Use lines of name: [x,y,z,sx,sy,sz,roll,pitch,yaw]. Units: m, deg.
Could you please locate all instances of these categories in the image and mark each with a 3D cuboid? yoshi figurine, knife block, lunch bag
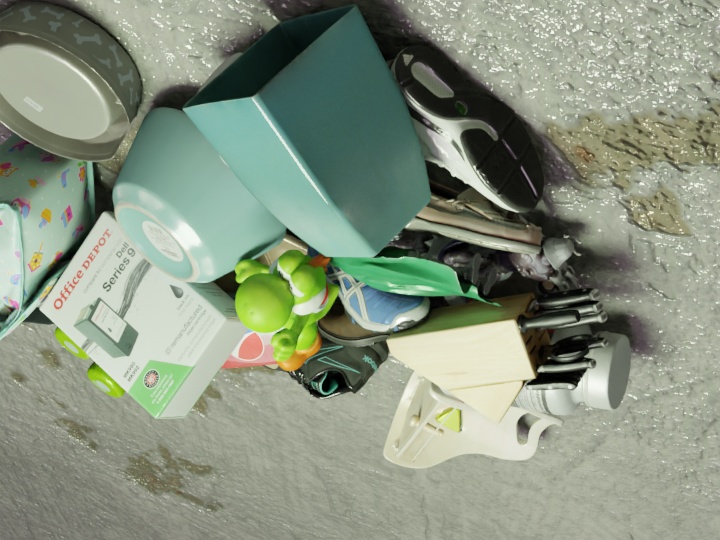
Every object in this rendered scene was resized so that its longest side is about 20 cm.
yoshi figurine: [-0.089,0.039,1.661,0.111,0.113,0.200,17,160,4]
knife block: [0.148,0.059,1.636,0.199,0.064,0.176,32,124,9]
lunch bag: [-0.384,-0.037,1.841,0.121,0.171,0.202,14,125,18]

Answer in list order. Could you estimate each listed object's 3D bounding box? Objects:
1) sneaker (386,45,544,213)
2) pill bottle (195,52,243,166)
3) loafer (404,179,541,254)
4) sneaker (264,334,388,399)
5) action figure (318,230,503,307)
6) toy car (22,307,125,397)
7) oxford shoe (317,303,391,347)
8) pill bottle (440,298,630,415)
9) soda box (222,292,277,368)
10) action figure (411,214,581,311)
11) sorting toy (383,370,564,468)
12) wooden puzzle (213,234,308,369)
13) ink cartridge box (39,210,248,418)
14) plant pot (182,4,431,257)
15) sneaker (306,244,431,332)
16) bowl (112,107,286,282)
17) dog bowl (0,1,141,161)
sneaker: [0.084,-0.127,1.538,0.200,0.076,0.115,44,153,-15]
pill bottle: [-0.072,-0.123,1.601,0.200,0.109,0.108,40,146,-22]
loafer: [0.098,-0.061,1.580,0.199,0.064,0.072,13,180,42]
sneaker: [-0.061,0.113,1.975,0.199,0.080,0.076,-3,139,40]
action figure: [0.039,-0.007,1.624,0.198,0.055,0.118,11,163,31]
toy car: [-0.342,0.038,2.001,0.199,0.165,0.158,17,150,37]
oxford shoe: [0.019,0.042,1.840,0.199,0.072,0.085,-3,111,47]
pill bottle: [0.189,0.097,1.742,0.198,0.111,0.111,8,145,25]
soda box: [-0.157,0.070,1.864,0.198,0.064,0.071,-7,121,21]
action figure: [0.144,-0.014,1.657,0.199,0.070,0.130,-11,126,39]
sorting toy: [0.145,0.174,1.911,0.178,0.108,0.200,20,149,-6]
wooden puzzle: [-0.151,0.008,1.882,0.184,0.037,0.201,25,128,1]
ink cartridge box: [-0.244,0.050,1.806,0.200,0.147,0.084,39,-169,18]
plant pot: [-0.033,-0.118,1.486,0.141,0.141,0.201,2,131,57]
sneaker: [0.000,0.000,1.716,0.199,0.075,0.078,34,145,41]
bowl: [-0.188,-0.065,1.704,0.200,0.105,0.201,33,154,18]
dog bowl: [-0.324,-0.205,1.705,0.198,0.059,0.201,18,148,12]
